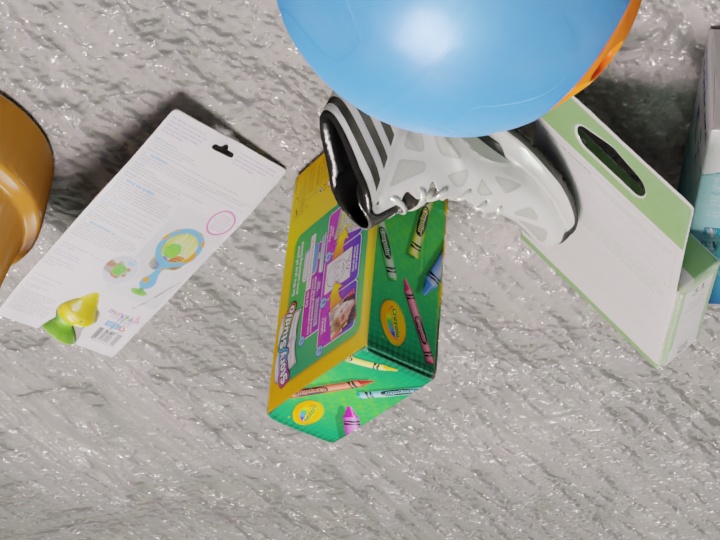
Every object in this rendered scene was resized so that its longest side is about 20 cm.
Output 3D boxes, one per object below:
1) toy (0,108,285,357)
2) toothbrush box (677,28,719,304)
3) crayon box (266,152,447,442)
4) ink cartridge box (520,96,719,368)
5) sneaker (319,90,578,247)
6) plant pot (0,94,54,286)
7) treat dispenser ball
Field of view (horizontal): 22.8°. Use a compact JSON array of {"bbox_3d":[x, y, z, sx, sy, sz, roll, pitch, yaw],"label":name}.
[{"bbox_3d":[-0.162,-0.032,1.278,0.200,0.047,0.115,-48,137,14],"label":"toy"},{"bbox_3d":[0.288,-0.061,1.175,0.146,0.086,0.200,2,148,5],"label":"toothbrush box"},{"bbox_3d":[0.000,0.000,1.199,0.058,0.201,0.119,23,143,-26],"label":"crayon box"},{"bbox_3d":[0.172,-0.041,1.176,0.048,0.146,0.200,-33,153,-20],"label":"ink cartridge box"},{"bbox_3d":[0.047,-0.057,1.152,0.200,0.116,0.076,43,168,-25],"label":"sneaker"},{"bbox_3d":[-0.325,-0.013,1.234,0.199,0.184,0.201,3,147,2],"label":"plant pot"},{"bbox_3d":[0.051,-0.170,0.928,0.200,0.202,0.201,3,147,2],"label":"treat dispenser ball"}]
